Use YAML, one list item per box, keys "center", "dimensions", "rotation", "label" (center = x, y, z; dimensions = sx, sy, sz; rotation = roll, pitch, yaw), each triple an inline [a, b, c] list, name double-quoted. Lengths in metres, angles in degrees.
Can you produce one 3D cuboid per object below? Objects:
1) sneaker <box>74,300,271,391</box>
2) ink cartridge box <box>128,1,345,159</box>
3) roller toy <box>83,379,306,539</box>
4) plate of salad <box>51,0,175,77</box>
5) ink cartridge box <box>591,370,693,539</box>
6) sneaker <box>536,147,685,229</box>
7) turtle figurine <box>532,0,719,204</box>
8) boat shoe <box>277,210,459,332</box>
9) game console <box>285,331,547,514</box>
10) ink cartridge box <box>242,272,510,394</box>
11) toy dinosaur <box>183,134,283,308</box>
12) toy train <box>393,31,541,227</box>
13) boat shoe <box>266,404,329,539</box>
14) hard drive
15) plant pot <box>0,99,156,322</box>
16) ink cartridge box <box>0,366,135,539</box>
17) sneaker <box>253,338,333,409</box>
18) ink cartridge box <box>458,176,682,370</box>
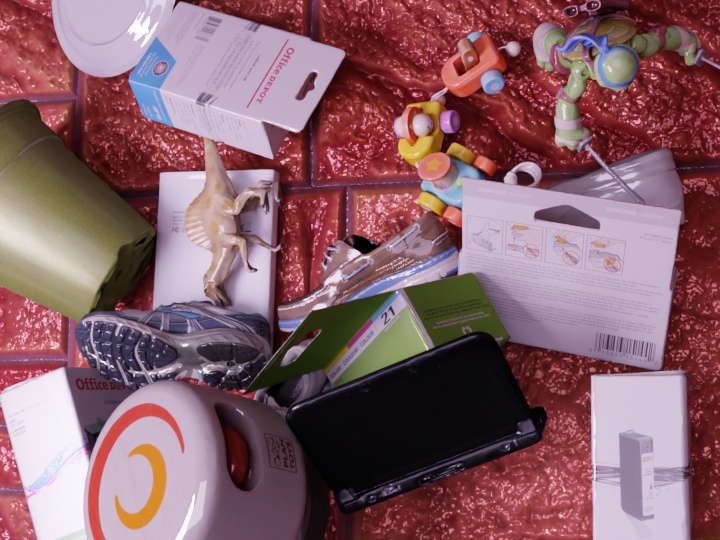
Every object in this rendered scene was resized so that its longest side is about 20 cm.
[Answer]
- center: [-0.183, 0.069, 1.217]
  dimensions: [0.198, 0.087, 0.078]
  rotation: [8, 124, 2]
  label: "sneaker"
- center: [-0.121, -0.191, 1.250]
  dimensions: [0.198, 0.067, 0.116]
  rotation: [20, 63, 17]
  label: "ink cartridge box"
- center: [-0.141, 0.198, 1.076]
  dimensions: [0.199, 0.139, 0.184]
  rotation: [18, 88, 47]
  label: "roller toy"
- center: [-0.265, -0.311, 1.334]
  dimensions: [0.199, 0.048, 0.202]
  rotation: [-2, 86, 36]
  label: "plate of salad"
- center: [0.251, 0.192, 1.076]
  dimensions: [0.083, 0.144, 0.202]
  rotation: [-1, 83, 16]
  label: "ink cartridge box"
- center: [0.211, -0.045, 1.161]
  dimensions: [0.198, 0.075, 0.089]
  rotation: [-18, 95, 14]
  label: "sneaker"
- center: [0.239, -0.172, 1.124]
  dimensions: [0.199, 0.194, 0.145]
  rotation: [23, 114, -17]
  label: "turtle figurine"
- center: [0.000, 0.000, 1.200]
  dimensions: [0.198, 0.072, 0.073]
  rotation: [-23, 93, 15]
  label: "boat shoe"
- center: [0.057, 0.133, 1.115]
  dimensions: [0.198, 0.176, 0.117]
  rotation: [-22, 88, 13]
  label: "game console"
- center: [0.014, 0.085, 1.104]
  dimensions: [0.148, 0.199, 0.076]
  rotation: [-49, 63, 43]
  label: "ink cartridge box"
- center: [-0.134, -0.066, 1.237]
  dimensions: [0.100, 0.058, 0.202]
  rotation: [-7, 81, 16]
  label: "toy dinosaur"
- center: [0.097, -0.144, 1.178]
  dimensions: [0.149, 0.056, 0.201]
  rotation: [-28, 53, 23]
  label: "toy train"
- center: [-0.071, 0.224, 1.176]
  dimensions: [0.064, 0.074, 0.204]
  rotation: [12, 117, 19]
  label: "boat shoe"
- center: [-0.152, -0.003, 1.278]
  dimensions: [0.131, 0.027, 0.202]
  rotation: [0, 83, 16]
  label: "hard drive"
- center: [-0.320, -0.042, 1.264]
  dimensions: [0.189, 0.200, 0.201]
  rotation: [32, 93, 4]
  label: "plant pot"
- center: [-0.265, 0.202, 1.220]
  dimensions: [0.083, 0.145, 0.202]
  rotation: [-22, 78, 17]
  label: "ink cartridge box"
- center: [-0.091, 0.159, 1.213]
  dimensions: [0.075, 0.081, 0.201]
  rotation: [25, 92, 15]
  label: "sneaker"
- center: [0.190, -0.005, 1.119]
  dimensions: [0.198, 0.045, 0.178]
  rotation: [11, 126, 17]
  label: "ink cartridge box"
